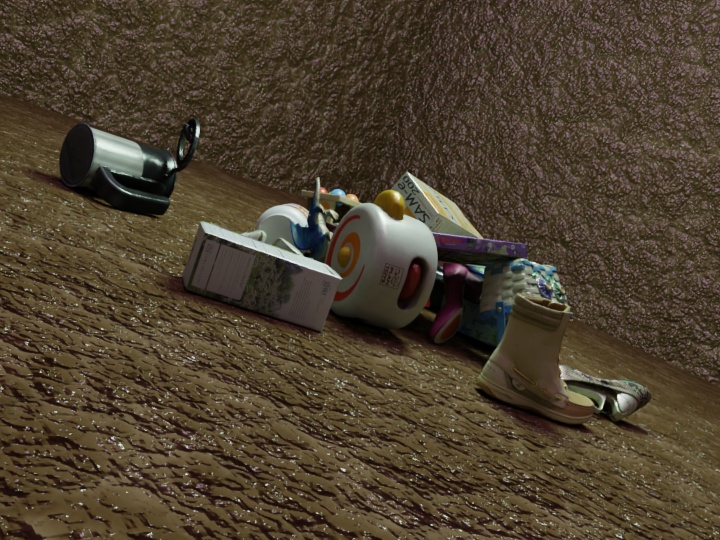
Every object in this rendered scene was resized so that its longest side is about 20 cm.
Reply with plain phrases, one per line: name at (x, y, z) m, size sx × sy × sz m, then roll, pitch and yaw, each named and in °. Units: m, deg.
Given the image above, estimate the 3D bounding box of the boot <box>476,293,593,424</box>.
boot at (0.279, 0.128, 0.925) m, size 0.196 × 0.159 × 0.073 m, roll 20°, pitch 7°, yaw -16°

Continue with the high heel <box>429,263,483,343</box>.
high heel at (0.152, 0.058, 1.175) m, size 0.095 × 0.069 × 0.199 m, roll 27°, pitch 39°, yaw 21°

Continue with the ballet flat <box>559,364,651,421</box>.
ballet flat at (0.407, 0.217, 1.086) m, size 0.195 × 0.069 × 0.076 m, roll 16°, pitch 29°, yaw -3°

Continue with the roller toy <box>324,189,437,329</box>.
roller toy at (0.025, -0.009, 1.028) m, size 0.137 × 0.200 × 0.186 m, roll 16°, pitch 51°, yaw -29°

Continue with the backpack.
backpack at (0.257, 0.071, 1.313) m, size 0.180 × 0.150 × 0.199 m, roll 20°, pitch 12°, yaw 21°

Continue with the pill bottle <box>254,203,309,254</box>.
pill bottle at (-0.150, -0.074, 1.274) m, size 0.110 × 0.114 × 0.200 m, roll 21°, pitch 7°, yaw -2°

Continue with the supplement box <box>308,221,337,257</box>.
supplement box at (0.000, 0.000, 1.181) m, size 0.197 × 0.111 × 0.061 m, roll 26°, pitch -3°, yaw 22°

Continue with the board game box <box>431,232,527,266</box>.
board game box at (0.182, -0.035, 1.140) m, size 0.195 × 0.033 × 0.120 m, roll 6°, pitch -6°, yaw -15°

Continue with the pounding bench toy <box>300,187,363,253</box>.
pounding bench toy at (-0.050, -0.107, 1.549) m, size 0.122 × 0.160 × 0.198 m, roll 12°, pitch 0°, yaw 34°

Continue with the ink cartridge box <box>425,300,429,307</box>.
ink cartridge box at (0.068, -0.006, 1.282) m, size 0.156 × 0.048 × 0.201 m, roll 8°, pitch 29°, yaw 3°

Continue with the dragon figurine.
dragon figurine at (-0.088, -0.068, 1.155) m, size 0.098 × 0.204 × 0.058 m, roll -25°, pitch -16°, yaw 26°

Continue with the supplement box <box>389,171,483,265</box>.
supplement box at (0.151, -0.099, 1.263) m, size 0.198 × 0.074 × 0.127 m, roll 21°, pitch 30°, yaw -51°

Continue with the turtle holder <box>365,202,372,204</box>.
turtle holder at (0.036, -0.053, 1.461) m, size 0.130 × 0.188 × 0.140 m, roll -18°, pitch 15°, yaw 48°

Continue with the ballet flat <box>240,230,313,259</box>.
ballet flat at (-0.165, -0.032, 1.118) m, size 0.197 × 0.072 × 0.071 m, roll 24°, pitch 8°, yaw 17°

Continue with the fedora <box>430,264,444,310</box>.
fedora at (0.190, 0.043, 1.522) m, size 0.197 × 0.093 × 0.201 m, roll 22°, pitch 7°, yaw -3°

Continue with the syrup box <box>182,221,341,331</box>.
syrup box at (-0.133, 0.009, 0.866) m, size 0.196 × 0.080 × 0.081 m, roll 19°, pitch 7°, yaw -22°

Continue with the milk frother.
milk frother at (-0.422, -0.222, 1.198) m, size 0.179 × 0.204 × 0.187 m, roll 31°, pitch 12°, yaw 33°

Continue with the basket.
basket at (0.291, 0.088, 1.127) m, size 0.137 × 0.205 × 0.174 m, roll -10°, pitch -13°, yaw 44°
